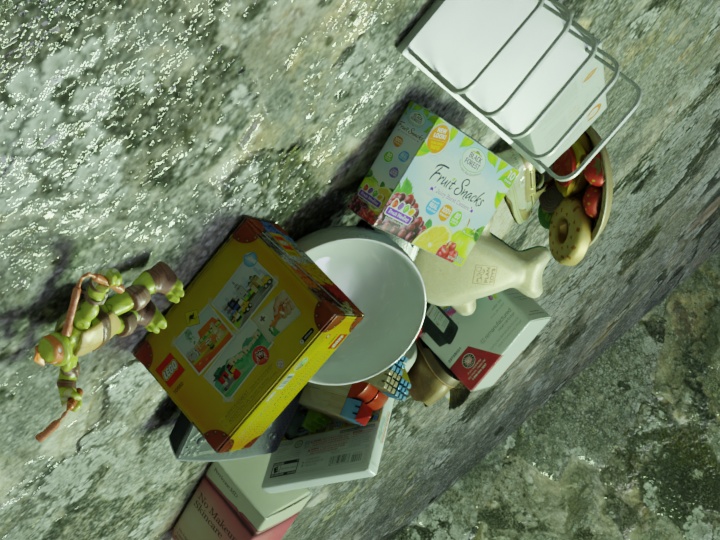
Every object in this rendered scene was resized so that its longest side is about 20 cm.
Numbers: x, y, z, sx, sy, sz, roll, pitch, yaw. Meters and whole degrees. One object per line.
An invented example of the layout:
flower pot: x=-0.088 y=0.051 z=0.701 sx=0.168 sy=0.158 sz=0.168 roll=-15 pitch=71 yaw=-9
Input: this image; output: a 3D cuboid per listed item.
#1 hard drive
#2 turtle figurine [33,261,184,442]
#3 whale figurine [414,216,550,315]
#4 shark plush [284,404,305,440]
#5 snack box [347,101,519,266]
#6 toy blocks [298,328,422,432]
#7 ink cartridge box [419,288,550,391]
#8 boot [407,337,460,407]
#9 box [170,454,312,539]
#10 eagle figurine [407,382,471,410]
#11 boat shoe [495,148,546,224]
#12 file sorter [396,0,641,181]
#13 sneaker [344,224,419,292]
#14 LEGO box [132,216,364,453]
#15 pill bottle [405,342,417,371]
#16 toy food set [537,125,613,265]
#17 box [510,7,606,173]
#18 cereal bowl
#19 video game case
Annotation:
hard drive: x=-0.155 y=0.180 z=1.383 sx=0.200 sy=0.042 sz=0.135 roll=9 pitch=111 yaw=-56
turtle figurine: x=-0.244 y=0.057 z=0.989 sx=0.161 sy=0.064 sz=0.201 roll=-31 pitch=149 yaw=-53
whale figurine: x=0.158 y=-0.017 z=1.485 sx=0.104 sy=0.199 sz=0.160 roll=-90 pitch=-174 yaw=-66
shark plush: x=-0.088 y=0.150 z=1.490 sx=0.200 sy=0.091 sz=0.083 roll=-42 pitch=130 yaw=10
snack box: x=0.091 y=-0.097 z=1.264 sx=0.200 sy=0.053 sz=0.143 roll=21 pitch=101 yaw=-53
toy blocks: x=0.009 y=0.129 z=1.414 sx=0.100 sy=0.136 sz=0.201 roll=40 pitch=68 yaw=-46
ink cartridge box: x=0.154 y=0.055 z=1.581 sx=0.146 sy=0.200 sz=0.083 roll=-53 pitch=156 yaw=22
boot: x=0.083 y=0.128 z=1.634 sx=0.073 sy=0.200 sz=0.076 roll=30 pitch=109 yaw=-31
box: x=-0.186 y=0.374 z=1.645 sx=0.109 sy=0.128 sz=0.200 roll=-19 pitch=147 yaw=-49
eagle figurine: x=0.144 y=0.162 z=1.843 sx=0.152 sy=0.151 sz=0.200 roll=-39 pitch=170 yaw=17
boat shoe: x=0.236 y=-0.123 z=1.555 sx=0.066 sy=0.074 sz=0.200 roll=-25 pitch=162 yaw=8
file sorter: x=0.168 y=-0.204 z=1.087 sx=0.200 sy=0.125 sz=0.139 roll=31 pitch=105 yaw=-41
sneaker: x=0.000 y=0.000 z=1.345 sx=0.200 sy=0.076 sz=0.088 roll=-54 pitch=159 yaw=23
LEGO box: x=-0.120 y=0.069 z=1.134 sx=0.200 sy=0.149 sz=0.077 roll=-48 pitch=160 yaw=12
pill bottle: x=-0.006 y=0.167 z=1.614 sx=0.112 sy=0.112 sz=0.200 roll=-21 pitch=149 yaw=-49
toy food set: x=0.302 y=-0.125 z=1.555 sx=0.048 sy=0.198 sz=0.200 roll=-5 pitch=137 yaw=-16
box: x=0.223 y=-0.222 z=1.312 sx=0.124 sy=0.097 sz=0.200 roll=-45 pitch=160 yaw=0
cereal bowl: x=-0.027 y=0.032 z=1.269 sx=0.199 sy=0.083 sz=0.201 roll=-8 pitch=120 yaw=-14
video game case: x=-0.039 y=0.211 z=1.476 sx=0.199 sy=0.023 sz=0.183 roll=-19 pitch=-138 yaw=38
